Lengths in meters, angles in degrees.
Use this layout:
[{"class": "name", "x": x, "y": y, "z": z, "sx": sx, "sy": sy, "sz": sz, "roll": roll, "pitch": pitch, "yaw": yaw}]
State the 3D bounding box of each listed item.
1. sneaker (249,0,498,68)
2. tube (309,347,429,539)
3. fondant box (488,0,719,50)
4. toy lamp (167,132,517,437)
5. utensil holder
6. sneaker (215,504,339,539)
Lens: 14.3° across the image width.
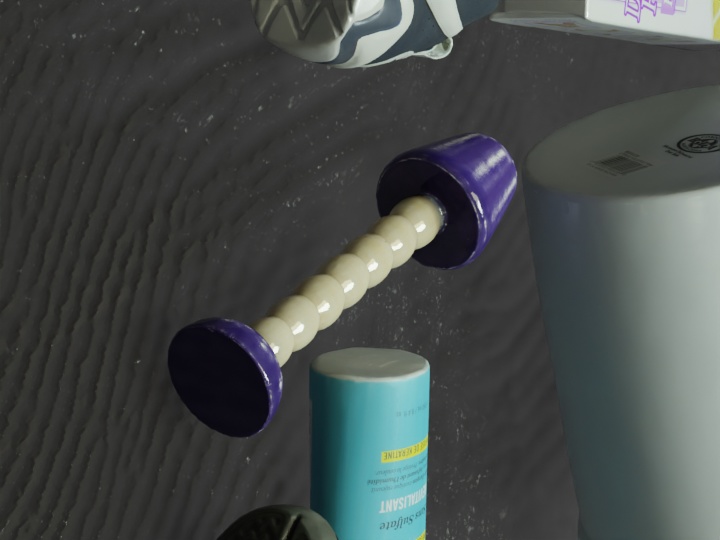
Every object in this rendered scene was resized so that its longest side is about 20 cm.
[{"class": "sneaker", "x": 0.028, "y": -0.178, "z": 1.195, "sx": 0.129, "sy": 0.079, "sz": 0.200, "roll": 9, "pitch": 86, "yaw": -55}, {"class": "tube", "x": 0.002, "y": 0.135, "z": 1.228, "sx": 0.077, "sy": 0.050, "sz": 0.201, "roll": -15, "pitch": 111, "yaw": -45}, {"class": "fondant box", "x": 0.141, "y": -0.182, "z": 1.368, "sx": 0.200, "sy": 0.058, "sz": 0.145, "roll": 1, "pitch": 94, "yaw": -53}, {"class": "toy lamp", "x": 0.000, "y": 0.000, "z": 1.195, "sx": 0.200, "sy": 0.058, "sz": 0.058, "roll": -40, "pitch": 125, "yaw": -42}, {"class": "utensil holder", "x": 0.170, "y": 0.031, "z": 1.340, "sx": 0.170, "sy": 0.170, "sz": 0.201, "roll": -33, "pitch": 118, "yaw": -48}, {"class": "sneaker", "x": -0.030, "y": 0.192, "z": 1.162, "sx": 0.114, "sy": 0.076, "sz": 0.200, "roll": 6, "pitch": 92, "yaw": -56}]
